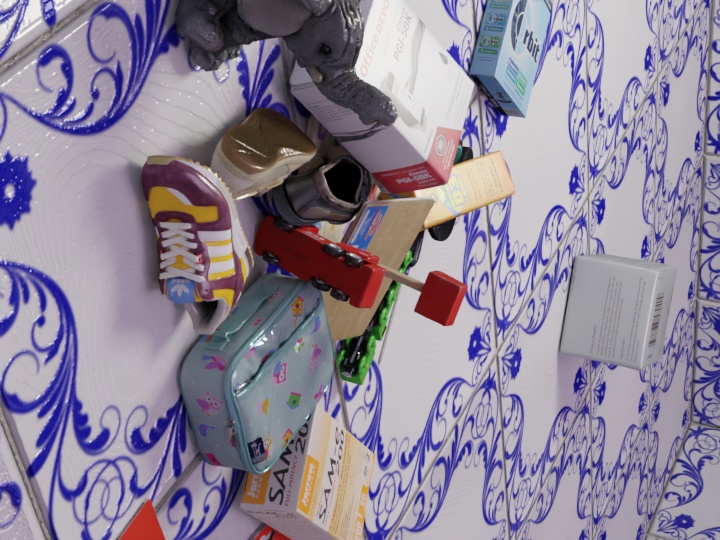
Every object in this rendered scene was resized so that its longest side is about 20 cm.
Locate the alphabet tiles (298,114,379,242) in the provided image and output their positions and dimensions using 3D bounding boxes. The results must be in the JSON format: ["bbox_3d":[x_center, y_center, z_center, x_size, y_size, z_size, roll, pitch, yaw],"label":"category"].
[{"bbox_3d":[-0.019,-0.122,1.495,0.200,0.015,0.196,10,90,-65],"label":"alphabet tiles"}]

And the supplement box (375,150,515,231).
[{"bbox_3d":[0.112,-0.098,1.641,0.200,0.069,0.067,-23,93,-43],"label":"supplement box"}]

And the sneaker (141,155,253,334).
[{"bbox_3d":[-0.154,-0.020,1.173,0.200,0.075,0.090,65,38,-51],"label":"sneaker"}]

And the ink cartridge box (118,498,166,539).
[{"bbox_3d":[-0.221,0.347,1.219,0.200,0.057,0.163,-50,143,-39],"label":"ink cartridge box"}]

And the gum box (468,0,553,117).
[{"bbox_3d":[0.227,-0.350,1.892,0.170,0.044,0.201,33,69,-64],"label":"gum box"}]

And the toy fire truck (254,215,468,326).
[{"bbox_3d":[0.000,-0.002,1.360,0.141,0.200,0.049,-1,115,-61],"label":"toy fire truck"}]

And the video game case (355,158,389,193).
[{"bbox_3d":[0.026,-0.219,1.516,0.182,0.022,0.201,47,53,-59],"label":"video game case"}]

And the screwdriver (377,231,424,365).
[{"bbox_3d":[0.051,0.029,1.686,0.029,0.028,0.201,119,-13,-72],"label":"screwdriver"}]

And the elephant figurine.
[{"bbox_3d":[-0.053,-0.236,1.147,0.142,0.199,0.155,-67,153,-24],"label":"elephant figurine"}]

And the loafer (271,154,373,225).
[{"bbox_3d":[-0.023,-0.089,1.375,0.072,0.063,0.200,65,26,0],"label":"loafer"}]

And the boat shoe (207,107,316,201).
[{"bbox_3d":[-0.103,-0.110,1.267,0.065,0.072,0.200,-48,178,22],"label":"boat shoe"}]

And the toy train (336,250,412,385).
[{"bbox_3d":[0.020,0.055,1.626,0.056,0.042,0.200,78,32,-59],"label":"toy train"}]

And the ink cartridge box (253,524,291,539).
[{"bbox_3d":[-0.094,0.392,1.508,0.162,0.050,0.201,-43,140,-53],"label":"ink cartridge box"}]

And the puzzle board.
[{"bbox_3d":[0.000,0.000,1.486,0.151,0.017,0.200,-8,131,-56],"label":"puzzle board"}]

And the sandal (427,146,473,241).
[{"bbox_3d":[0.114,-0.106,1.762,0.200,0.045,0.075,-63,157,-52],"label":"sandal"}]

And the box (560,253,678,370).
[{"bbox_3d":[0.516,0.077,2.543,0.200,0.171,0.200,-6,106,-65],"label":"box"}]

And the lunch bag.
[{"bbox_3d":[-0.103,0.104,1.331,0.200,0.077,0.161,-52,144,-45],"label":"lunch bag"}]

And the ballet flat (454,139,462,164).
[{"bbox_3d":[0.096,-0.173,1.635,0.200,0.068,0.069,80,-7,-84],"label":"ballet flat"}]

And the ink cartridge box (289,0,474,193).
[{"bbox_3d":[0.028,-0.201,1.393,0.200,0.083,0.147,42,54,-41],"label":"ink cartridge box"}]

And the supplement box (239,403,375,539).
[{"bbox_3d":[-0.055,0.241,1.471,0.200,0.073,0.126,49,46,-58],"label":"supplement box"}]
